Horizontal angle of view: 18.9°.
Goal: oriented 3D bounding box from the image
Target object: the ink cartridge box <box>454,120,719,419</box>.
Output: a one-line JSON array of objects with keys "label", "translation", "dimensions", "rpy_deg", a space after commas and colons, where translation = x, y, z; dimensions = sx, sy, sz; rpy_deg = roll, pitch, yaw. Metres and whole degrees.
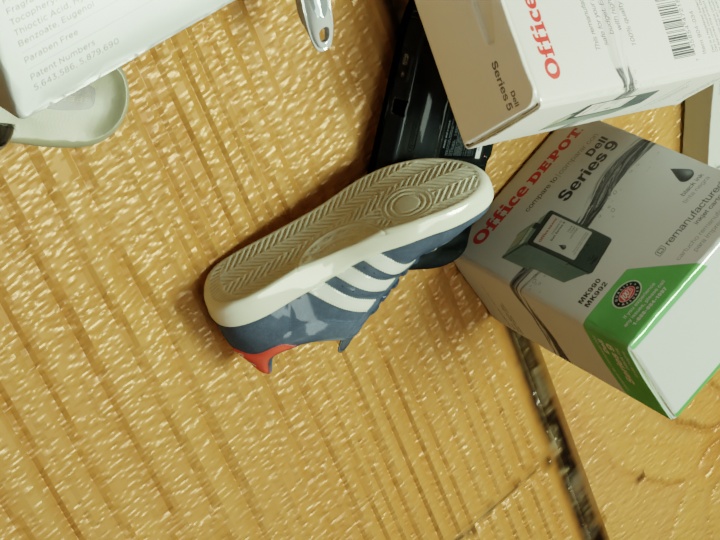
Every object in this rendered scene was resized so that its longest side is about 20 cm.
[{"label": "ink cartridge box", "translation": [0.178, -0.008, 1.474], "dimensions": [0.146, 0.200, 0.084], "rpy_deg": [-48, 129, -11]}]

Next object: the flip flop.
[{"label": "flip flop", "translation": [-0.210, -0.096, 1.213], "dimensions": [0.199, 0.057, 0.082], "rpy_deg": [1, 109, -39]}]

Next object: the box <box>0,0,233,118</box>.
[{"label": "box", "translation": [-0.159, -0.203, 1.107], "dimensions": [0.199, 0.199, 0.131], "rpy_deg": [-33, 128, -23]}]

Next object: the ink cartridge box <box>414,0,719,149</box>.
[{"label": "ink cartridge box", "translation": [0.138, -0.173, 1.391], "dimensions": [0.199, 0.084, 0.147], "rpy_deg": [-14, 81, -38]}]

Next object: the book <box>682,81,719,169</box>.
[{"label": "book", "translation": [0.331, -0.125, 1.650], "dimensions": [0.199, 0.048, 0.135], "rpy_deg": [-20, 124, -30]}]

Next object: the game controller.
[{"label": "game controller", "translation": [0.052, -0.094, 1.448], "dimensions": [0.104, 0.042, 0.201], "rpy_deg": [-8, 116, -52]}]

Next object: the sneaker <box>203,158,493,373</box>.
[{"label": "sneaker", "translation": [0.000, 0.000, 1.401], "dimensions": [0.199, 0.075, 0.085], "rpy_deg": [-25, 127, 0]}]

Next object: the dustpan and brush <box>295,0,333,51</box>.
[{"label": "dustpan and brush", "translation": [-0.048, -0.228, 1.281], "dimensions": [0.139, 0.057, 0.201], "rpy_deg": [-26, 125, -28]}]
